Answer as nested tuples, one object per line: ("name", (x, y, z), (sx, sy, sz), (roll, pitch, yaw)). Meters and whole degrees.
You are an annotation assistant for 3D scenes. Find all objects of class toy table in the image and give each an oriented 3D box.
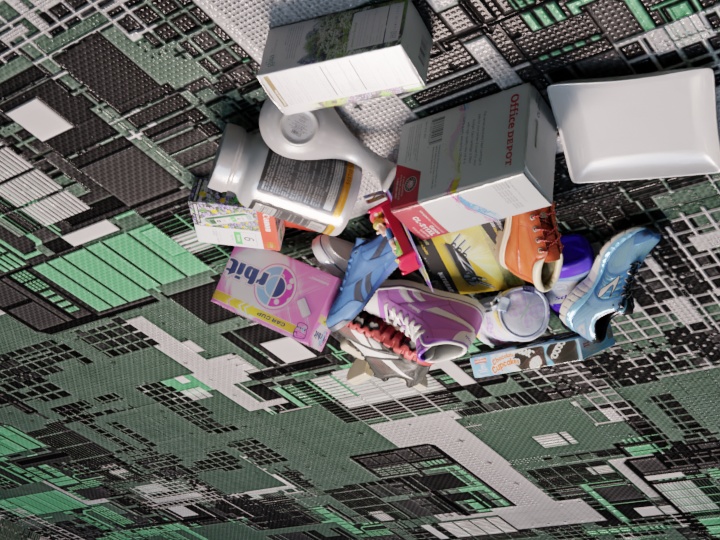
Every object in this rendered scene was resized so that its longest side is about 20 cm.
("toy table", (0.047, 0.119, 1.897), (0.183, 0.118, 0.200), (23, 145, -19))

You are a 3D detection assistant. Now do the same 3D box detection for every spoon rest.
("spoon rest", (-0.043, -0.174, 1.489), (0.199, 0.061, 0.100), (30, 102, -9))

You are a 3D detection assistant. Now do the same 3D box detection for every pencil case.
("pencil case", (0.231, 0.074, 1.740), (0.090, 0.084, 0.200), (7, 173, -5))

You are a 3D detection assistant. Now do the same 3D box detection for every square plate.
("square plate", (0.353, -0.186, 1.412), (0.199, 0.029, 0.198), (-3, 145, 20))

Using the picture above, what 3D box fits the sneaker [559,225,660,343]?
("sneaker", (0.380, 0.022, 1.616), (0.078, 0.090, 0.201), (3, 127, -44))

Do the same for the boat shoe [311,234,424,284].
("boat shoe", (0.015, -0.008, 1.753), (0.199, 0.072, 0.066), (34, 127, -24))

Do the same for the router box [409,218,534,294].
("router box", (0.172, -0.041, 1.668), (0.156, 0.053, 0.200), (-7, 144, 25))

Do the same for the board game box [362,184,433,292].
("board game box", (0.046, -0.047, 1.560), (0.039, 0.200, 0.159), (-24, 109, 1))

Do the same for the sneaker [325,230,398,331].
("sneaker", (0.000, 0.000, 1.689), (0.078, 0.200, 0.066), (38, -177, -13))

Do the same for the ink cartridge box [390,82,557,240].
("ink cartridge box", (0.148, -0.138, 1.435), (0.199, 0.147, 0.083), (-14, 142, 34))

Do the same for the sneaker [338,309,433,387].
("sneaker", (0.026, 0.121, 1.770), (0.199, 0.071, 0.098), (26, 114, 10))

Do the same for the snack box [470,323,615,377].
("snack box", (0.286, 0.127, 1.746), (0.199, 0.037, 0.116), (-15, 179, 39))

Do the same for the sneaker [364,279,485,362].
("sneaker", (0.080, 0.081, 1.692), (0.199, 0.115, 0.073), (8, 138, 24))

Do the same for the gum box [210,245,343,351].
("gum box", (-0.132, 0.034, 1.754), (0.199, 0.114, 0.066), (22, 174, 22))

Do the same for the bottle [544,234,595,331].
("bottle", (0.324, 0.025, 1.710), (0.083, 0.066, 0.200), (-13, 144, 6))

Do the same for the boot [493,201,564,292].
("boot", (0.247, -0.067, 1.521), (0.075, 0.107, 0.201), (-17, 131, -22))

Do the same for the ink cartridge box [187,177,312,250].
("ink cartridge box", (-0.157, -0.082, 1.702), (0.198, 0.051, 0.109), (7, 148, 7))

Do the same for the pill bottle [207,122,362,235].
("pill bottle", (-0.106, -0.130, 1.551), (0.199, 0.117, 0.116), (19, 147, -12))

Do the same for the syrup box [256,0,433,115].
("syrup box", (-0.020, -0.260, 1.357), (0.199, 0.079, 0.082), (-7, 144, 26))
